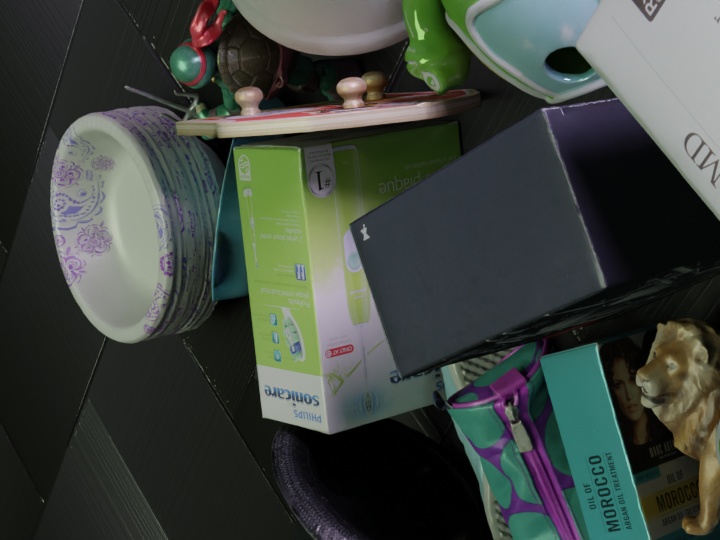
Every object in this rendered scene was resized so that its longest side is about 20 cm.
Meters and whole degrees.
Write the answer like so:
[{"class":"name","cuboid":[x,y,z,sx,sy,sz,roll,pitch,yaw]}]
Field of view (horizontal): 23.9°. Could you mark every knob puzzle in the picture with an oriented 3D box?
[{"class":"knob puzzle","cuboid":[-0.007,-0.116,1.145,0.219,0.219,0.031,5,104,53]}]

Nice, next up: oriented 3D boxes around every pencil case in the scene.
[{"class":"pencil case","cuboid":[0.128,0.150,1.104,0.085,0.092,0.200,-25,96,10]}]

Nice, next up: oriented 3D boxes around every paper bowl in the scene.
[{"class":"paper bowl","cuboid":[-0.180,-0.043,1.480,0.200,0.104,0.201,19,115,50]}]

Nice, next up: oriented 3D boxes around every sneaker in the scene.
[{"class":"sneaker","cuboid":[0.106,0.120,1.189,0.082,0.074,0.201,-143,39,-81]}]

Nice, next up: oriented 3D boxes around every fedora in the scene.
[{"class":"fedora","cuboid":[0.007,0.188,1.214,0.201,0.200,0.092,45,120,37]}]

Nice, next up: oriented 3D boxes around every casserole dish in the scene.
[{"class":"casserole dish","cuboid":[-0.085,-0.061,1.328,0.200,0.039,0.121,-84,2,-52]}]

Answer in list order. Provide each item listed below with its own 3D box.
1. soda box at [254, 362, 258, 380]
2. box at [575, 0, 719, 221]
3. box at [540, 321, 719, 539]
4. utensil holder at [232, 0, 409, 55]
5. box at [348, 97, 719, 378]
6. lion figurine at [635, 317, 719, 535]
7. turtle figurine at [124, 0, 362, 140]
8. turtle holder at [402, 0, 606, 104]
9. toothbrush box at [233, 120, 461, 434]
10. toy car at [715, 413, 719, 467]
[{"class":"soda box","cuboid":[-0.031,0.008,1.329,0.071,0.063,0.200,34,126,43]},{"class":"box","cuboid":[0.249,-0.096,0.801,0.199,0.200,0.131,55,138,27]},{"class":"box","cuboid":[0.180,0.138,1.062,0.049,0.082,0.201,-19,85,45]},{"class":"utensil holder","cuboid":[-0.016,-0.259,1.073,0.170,0.170,0.200,60,170,23]},{"class":"box","cuboid":[0.128,-0.025,1.002,0.200,0.182,0.104,-30,76,54]},{"class":"lion figurine","cuboid":[0.249,0.108,0.989,0.200,0.072,0.123,20,109,34]},{"class":"turtle figurine","cuboid":[-0.087,-0.160,1.234,0.101,0.200,0.150,30,121,39]},{"class":"turtle holder","cuboid":[0.104,-0.166,1.013,0.141,0.185,0.132,-74,-41,-76]},{"class":"toothbrush box","cuboid":[0.000,0.000,1.215,0.086,0.145,0.201,8,106,52]},{"class":"toy car","cuboid":[0.247,0.093,0.833,0.157,0.200,0.165,-3,92,18]}]
